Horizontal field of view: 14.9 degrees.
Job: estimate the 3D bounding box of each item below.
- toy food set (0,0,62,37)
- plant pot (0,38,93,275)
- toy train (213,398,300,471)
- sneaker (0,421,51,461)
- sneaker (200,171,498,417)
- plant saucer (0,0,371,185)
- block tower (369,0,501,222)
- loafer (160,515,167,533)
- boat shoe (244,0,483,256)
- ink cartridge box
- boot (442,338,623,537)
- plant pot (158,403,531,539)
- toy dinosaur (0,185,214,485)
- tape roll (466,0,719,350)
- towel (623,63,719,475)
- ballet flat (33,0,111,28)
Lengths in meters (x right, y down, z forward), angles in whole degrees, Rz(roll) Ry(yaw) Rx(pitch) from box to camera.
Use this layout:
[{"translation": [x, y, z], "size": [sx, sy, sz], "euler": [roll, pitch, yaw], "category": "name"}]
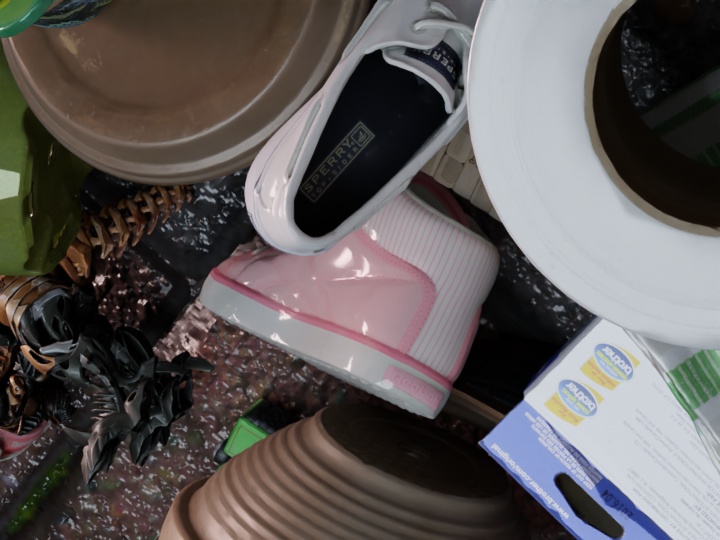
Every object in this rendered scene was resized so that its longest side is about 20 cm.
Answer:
[{"translation": [-0.155, -0.193, 1.192], "size": [0.198, 0.049, 0.200], "euler": [-42, 55, 25], "category": "toy food set"}, {"translation": [-0.236, -0.073, 1.383], "size": [0.190, 0.200, 0.200], "euler": [9, 125, 10], "category": "plant pot"}, {"translation": [0.012, 0.136, 1.455], "size": [0.200, 0.042, 0.056], "euler": [31, 120, 9], "category": "toy train"}, {"translation": [-0.228, 0.102, 1.547], "size": [0.105, 0.075, 0.200], "euler": [23, 125, 22], "category": "sneaker"}, {"translation": [0.000, 0.000, 1.338], "size": [0.075, 0.105, 0.200], "euler": [27, 176, -30], "category": "sneaker"}, {"translation": [-0.088, -0.139, 1.267], "size": [0.200, 0.029, 0.200], "euler": [-3, 84, 26], "category": "plant saucer"}, {"translation": [0.036, -0.084, 1.284], "size": [0.200, 0.054, 0.058], "euler": [31, 130, 8], "category": "block tower"}, {"translation": [-0.024, 0.192, 1.488], "size": [0.200, 0.073, 0.071], "euler": [30, 129, 10], "category": "loafer"}, {"translation": [0.028, -0.087, 1.206], "size": [0.074, 0.200, 0.065], "euler": [34, 176, -16], "category": "boat shoe"}, {"translation": [0.163, 0.047, 1.259], "size": [0.119, 0.042, 0.200], "euler": [43, 105, -1], "category": "ink cartridge box"}, {"translation": [0.112, 0.104, 1.351], "size": [0.200, 0.075, 0.097], "euler": [20, 125, 15], "category": "boot"}, {"translation": [0.010, 0.126, 1.328], "size": [0.201, 0.201, 0.093], "euler": [24, 105, 15], "category": "plant pot"}, {"translation": [-0.157, 0.038, 1.433], "size": [0.136, 0.102, 0.200], "euler": [43, 125, 10], "category": "toy dinosaur"}, {"translation": [0.150, -0.080, 1.116], "size": [0.203, 0.139, 0.203], "euler": [2, 103, 10], "category": "tape roll"}, {"translation": [0.189, 0.007, 1.213], "size": [0.153, 0.023, 0.200], "euler": [-33, 95, 15], "category": "towel"}, {"translation": [-0.102, -0.196, 1.224], "size": [0.074, 0.074, 0.200], "euler": [27, 99, 12], "category": "ballet flat"}]
